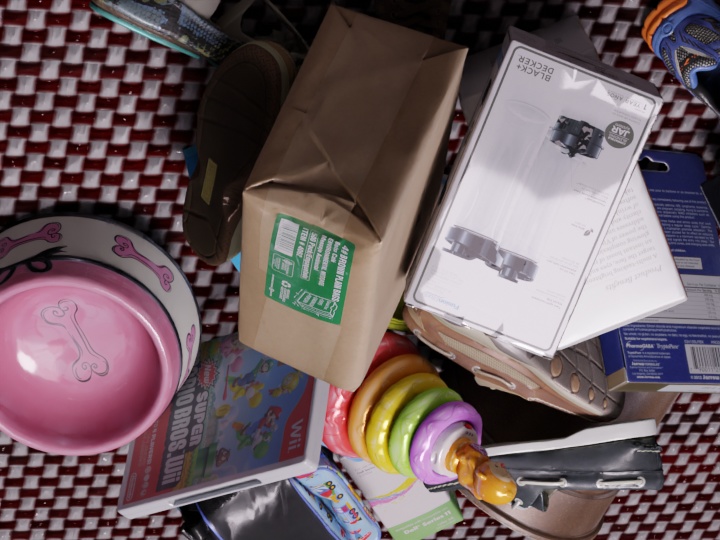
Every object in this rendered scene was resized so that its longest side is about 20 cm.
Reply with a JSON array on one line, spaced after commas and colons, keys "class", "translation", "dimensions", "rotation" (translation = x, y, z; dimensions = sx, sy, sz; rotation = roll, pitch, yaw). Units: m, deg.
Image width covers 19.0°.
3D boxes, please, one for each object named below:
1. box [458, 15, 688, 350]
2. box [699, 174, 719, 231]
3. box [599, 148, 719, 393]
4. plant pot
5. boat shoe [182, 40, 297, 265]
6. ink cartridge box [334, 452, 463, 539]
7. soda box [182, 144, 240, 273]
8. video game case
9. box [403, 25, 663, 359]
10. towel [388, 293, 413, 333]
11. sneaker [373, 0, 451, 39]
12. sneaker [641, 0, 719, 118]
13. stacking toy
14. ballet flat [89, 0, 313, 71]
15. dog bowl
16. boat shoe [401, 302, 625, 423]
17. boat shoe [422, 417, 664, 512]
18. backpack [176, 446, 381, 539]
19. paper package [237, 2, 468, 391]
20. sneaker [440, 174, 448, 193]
[{"class": "box", "translation": [0.153, -0.069, 1.597], "dimensions": [0.106, 0.152, 0.201], "rotation": [-21, 105, 6]}, {"class": "box", "translation": [0.407, -0.039, 1.761], "dimensions": [0.196, 0.118, 0.200], "rotation": [-28, 156, 13]}, {"class": "box", "translation": [0.239, -0.001, 1.734], "dimensions": [0.120, 0.201, 0.032], "rotation": [3, 160, -28]}, {"class": "plant pot", "translation": [0.179, 0.094, 1.826], "dimensions": [0.199, 0.201, 0.199], "rotation": [17, 122, -32]}, {"class": "boat shoe", "translation": [-0.075, -0.093, 1.548], "dimensions": [0.076, 0.072, 0.200], "rotation": [-25, 153, -36]}, {"class": "ink cartridge box", "translation": [0.017, 0.137, 1.866], "dimensions": [0.067, 0.118, 0.200], "rotation": [-24, 139, 7]}, {"class": "soda box", "translation": [-0.066, -0.026, 1.703], "dimensions": [0.067, 0.064, 0.200], "rotation": [-23, 139, 8]}, {"class": "video game case", "translation": [-0.106, 0.113, 1.712], "dimensions": [0.199, 0.144, 0.017], "rotation": [-18, 140, 34]}, {"class": "box", "translation": [0.117, -0.054, 1.491], "dimensions": [0.116, 0.060, 0.201], "rotation": [20, 105, -5]}, {"class": "towel", "translation": [0.000, 0.000, 1.684], "dimensions": [0.018, 0.087, 0.200], "rotation": [-24, 162, 23]}, {"class": "sneaker", "translation": [0.042, -0.175, 1.563], "dimensions": [0.070, 0.076, 0.201], "rotation": [-6, 139, -10]}, {"class": "sneaker", "translation": [0.300, -0.143, 1.678], "dimensions": [0.199, 0.079, 0.075], "rotation": [19, 129, -33]}, {"class": "stacking toy", "translation": [0.051, 0.127, 1.676], "dimensions": [0.116, 0.200, 0.110], "rotation": [32, 90, -47]}, {"class": "ballet flat", "translation": [-0.103, -0.177, 1.536], "dimensions": [0.199, 0.075, 0.074], "rotation": [25, 125, -39]}, {"class": "dog bowl", "translation": [-0.226, 0.058, 1.688], "dimensions": [0.199, 0.074, 0.201], "rotation": [1, 121, 1]}, {"class": "boat shoe", "translation": [0.121, 0.061, 1.705], "dimensions": [0.199, 0.076, 0.072], "rotation": [34, 139, -12]}, {"class": "boat shoe", "translation": [0.143, 0.163, 1.718], "dimensions": [0.199, 0.061, 0.076], "rotation": [-12, 174, 20]}, {"class": "backpack", "translation": [-0.095, 0.167, 1.821], "dimensions": [0.134, 0.200, 0.183], "rotation": [-35, 135, -1]}, {"class": "paper package", "translation": [-0.008, -0.049, 1.500], "dimensions": [0.103, 0.191, 0.200], "rotation": [19, 147, 6]}, {"class": "sneaker", "translation": [0.079, -0.029, 1.738], "dimensions": [0.076, 0.081, 0.200], "rotation": [-30, 149, 14]}]
